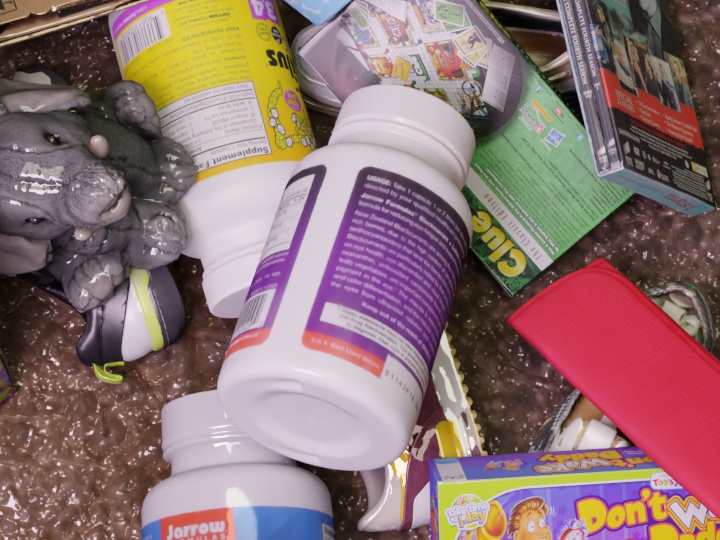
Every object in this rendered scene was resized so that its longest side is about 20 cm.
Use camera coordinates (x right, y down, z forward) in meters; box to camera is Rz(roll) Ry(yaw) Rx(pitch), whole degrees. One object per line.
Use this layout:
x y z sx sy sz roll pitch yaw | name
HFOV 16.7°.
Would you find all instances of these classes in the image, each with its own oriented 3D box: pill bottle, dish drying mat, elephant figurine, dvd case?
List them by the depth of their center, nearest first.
-0.180 -0.056 1.341 0.154 0.200 0.142 -29 78 15 | elephant figurine
0.000 0.000 1.370 0.111 0.112 0.201 18 61 2 | pill bottle
-0.068 0.174 1.393 0.111 0.112 0.202 -4 73 -5 | pill bottle
0.175 0.068 1.404 0.077 0.018 0.200 -32 54 -19 | dish drying mat
-0.080 -0.078 1.471 0.103 0.104 0.201 -14 75 -8 | pill bottle
0.161 -0.140 1.495 0.022 0.146 0.202 -18 74 27 | dvd case

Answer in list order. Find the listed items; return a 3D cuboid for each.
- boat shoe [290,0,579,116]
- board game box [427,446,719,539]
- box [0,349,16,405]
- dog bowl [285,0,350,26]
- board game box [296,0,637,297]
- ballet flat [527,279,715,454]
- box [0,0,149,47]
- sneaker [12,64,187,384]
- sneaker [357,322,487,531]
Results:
0.052 -0.138 1.516 0.198 0.068 0.075 -4 75 -4 | boat shoe
0.140 0.172 1.411 0.198 0.045 0.136 -4 104 -5 | board game box
-0.309 0.019 1.375 0.122 0.200 0.193 -43 80 -12 | box
0.000 -0.200 1.475 0.111 0.200 0.050 -40 96 13 | dog bowl
0.065 -0.091 1.475 0.105 0.023 0.200 -39 99 11 | board game box
0.149 0.087 1.456 0.072 0.072 0.201 31 74 5 | ballet flat
-0.173 -0.231 1.474 0.162 0.021 0.201 -18 55 -10 | box
-0.177 -0.029 1.467 0.082 0.072 0.201 -26 77 -10 | sneaker
0.006 0.055 1.453 0.089 0.075 0.201 -17 74 -14 | sneaker
